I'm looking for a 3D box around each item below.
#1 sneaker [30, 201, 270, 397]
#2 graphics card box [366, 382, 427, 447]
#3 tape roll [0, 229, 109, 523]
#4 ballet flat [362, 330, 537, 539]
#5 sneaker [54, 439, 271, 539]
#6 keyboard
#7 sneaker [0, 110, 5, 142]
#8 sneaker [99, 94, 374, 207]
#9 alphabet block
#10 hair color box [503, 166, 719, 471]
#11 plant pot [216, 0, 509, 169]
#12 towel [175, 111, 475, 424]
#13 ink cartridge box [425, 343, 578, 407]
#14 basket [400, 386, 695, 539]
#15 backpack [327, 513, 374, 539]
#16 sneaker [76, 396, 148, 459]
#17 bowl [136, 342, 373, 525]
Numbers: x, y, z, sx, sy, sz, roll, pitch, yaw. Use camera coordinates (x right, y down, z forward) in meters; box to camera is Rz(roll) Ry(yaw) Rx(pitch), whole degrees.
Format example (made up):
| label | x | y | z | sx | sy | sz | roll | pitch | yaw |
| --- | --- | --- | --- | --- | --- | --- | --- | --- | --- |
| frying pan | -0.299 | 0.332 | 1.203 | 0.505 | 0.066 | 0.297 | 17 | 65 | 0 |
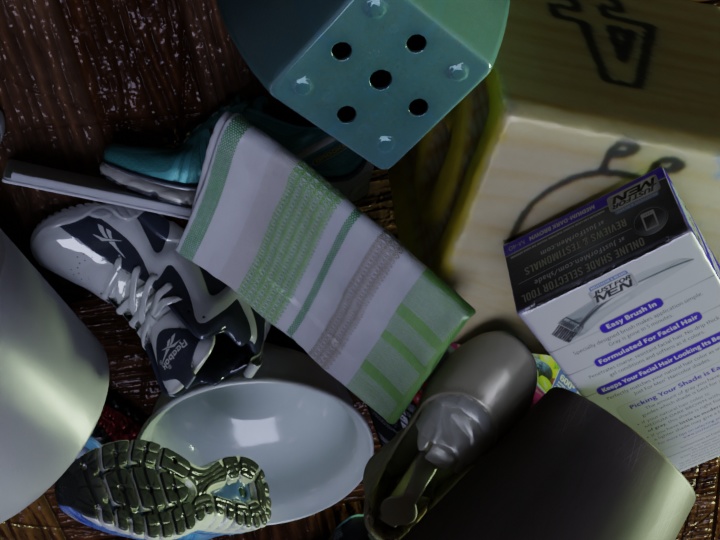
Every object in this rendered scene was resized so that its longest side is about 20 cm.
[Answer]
| label | x | y | z | sx | sy | sz | roll | pitch | yaw |
| --- | --- | --- | --- | --- | --- | --- | --- | --- | --- |
| sneaker | -0.156 | 0.029 | 0.907 | 0.198 | 0.130 | 0.080 | 24 | 123 | -26 |
| graphics card box | 0.059 | 0.128 | 1.013 | 0.051 | 0.125 | 0.201 | -39 | 139 | -21 |
| tape roll | -0.307 | 0.076 | 0.884 | 0.201 | 0.204 | 0.140 | -22 | 131 | 13 |
| ballet flat | 0.053 | 0.121 | 0.800 | 0.069 | 0.070 | 0.201 | 14 | 135 | -18 |
| sneaker | -0.161 | 0.186 | 0.935 | 0.089 | 0.079 | 0.199 | -28 | 151 | 29 |
| keyboard | -0.162 | -0.054 | 0.885 | 0.198 | 0.056 | 0.011 | 12 | 101 | -16 |
| sneaker | -0.318 | -0.115 | 0.768 | 0.073 | 0.119 | 0.200 | -32 | 126 | 23 |
| sneaker | -0.089 | -0.087 | 0.865 | 0.198 | 0.078 | 0.081 | -1 | 99 | 3 |
| alphabet block | 0.143 | -0.072 | 0.809 | 0.198 | 0.197 | 0.197 | 8 | 129 | -13 |
| hair color box | 0.183 | 0.041 | 0.741 | 0.109 | 0.065 | 0.200 | -27 | 131 | 18 |
| plant pot | 0.001 | -0.167 | 0.704 | 0.141 | 0.201 | 0.141 | 31 | 123 | -29 |
| towel | -0.031 | 0.004 | 0.780 | 0.200 | 0.031 | 0.150 | 40 | 144 | 9 |
| ink cartridge box | 0.123 | 0.048 | 0.889 | 0.119 | 0.200 | 0.042 | 41 | 126 | -3 |
| basket | 0.103 | 0.185 | 0.732 | 0.200 | 0.180 | 0.136 | -50 | 129 | -9 |
| backpack | 0.012 | 0.363 | 1.214 | 0.175 | 0.154 | 0.200 | 20 | 134 | -29 |
| sneaker | -0.249 | 0.151 | 1.053 | 0.095 | 0.080 | 0.200 | -22 | 123 | 25 |
| bowl | -0.091 | 0.126 | 1.025 | 0.199 | 0.091 | 0.202 | -4 | 134 | -4 |
